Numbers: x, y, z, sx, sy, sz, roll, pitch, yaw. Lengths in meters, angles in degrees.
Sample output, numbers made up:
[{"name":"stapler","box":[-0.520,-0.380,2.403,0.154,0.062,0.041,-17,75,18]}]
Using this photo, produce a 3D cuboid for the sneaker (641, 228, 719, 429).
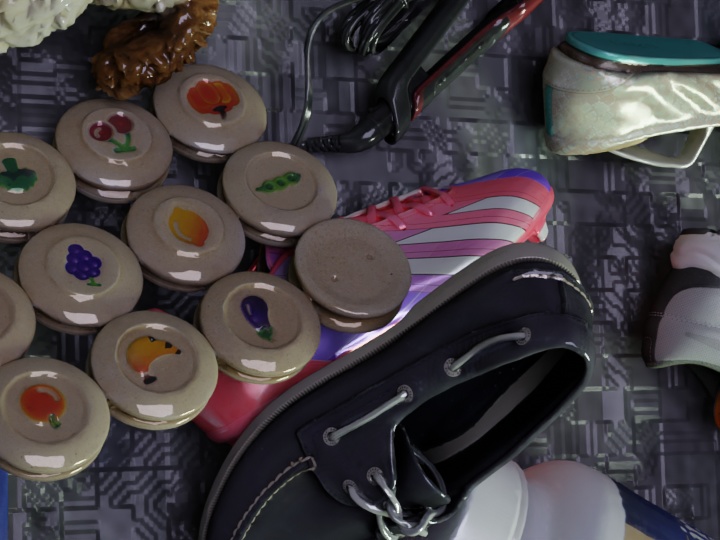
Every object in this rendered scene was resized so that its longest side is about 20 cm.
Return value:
[{"name":"sneaker","box":[0.217,0.060,0.954,0.200,0.074,0.079,33,81,-12]}]

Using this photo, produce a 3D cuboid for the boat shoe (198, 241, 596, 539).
[{"name":"boat shoe","box":[0.013,0.072,0.788,0.200,0.063,0.073,-42,123,15]}]

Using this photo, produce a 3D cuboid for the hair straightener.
[{"name":"hair straightener","box":[0.032,-0.127,0.905,0.200,0.041,0.077,-44,103,-18]}]

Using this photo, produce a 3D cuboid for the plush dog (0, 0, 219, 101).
[{"name":"plush dog","box":[-0.124,-0.158,0.784,0.172,0.160,0.200,-6,86,-49]}]

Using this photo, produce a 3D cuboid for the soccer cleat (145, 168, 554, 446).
[{"name":"soccer cleat","box":[0.000,0.000,0.858,0.200,0.067,0.077,-36,95,-21]}]

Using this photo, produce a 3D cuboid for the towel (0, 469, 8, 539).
[{"name":"towel","box":[-0.226,0.120,0.736,0.200,0.024,0.145,7,63,-24]}]

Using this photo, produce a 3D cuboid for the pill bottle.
[{"name":"pill bottle","box":[0.104,0.151,0.861,0.200,0.111,0.111,31,72,-20]}]

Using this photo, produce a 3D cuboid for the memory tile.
[{"name":"memory tile","box":[-0.090,-0.007,0.789,0.200,0.017,0.153,-24,64,-34]}]

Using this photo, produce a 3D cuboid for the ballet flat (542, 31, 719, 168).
[{"name":"ballet flat","box":[0.173,-0.082,0.958,0.200,0.067,0.062,-1,112,-22]}]
